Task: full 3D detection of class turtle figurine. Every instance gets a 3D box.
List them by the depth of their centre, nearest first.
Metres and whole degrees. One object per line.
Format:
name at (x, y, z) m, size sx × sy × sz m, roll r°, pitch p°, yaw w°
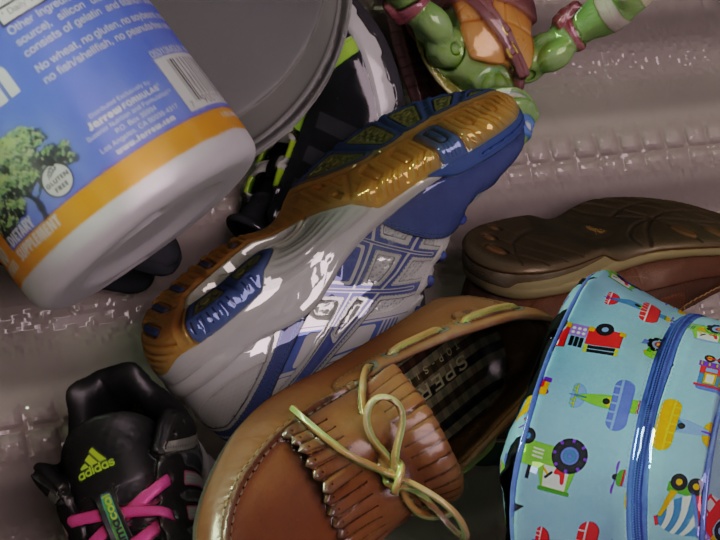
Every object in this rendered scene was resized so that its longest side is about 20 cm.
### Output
turtle figurine at (0.071, -0.168, 0.826) m, size 0.144 × 0.200 × 0.194 m, roll -13°, pitch 60°, yaw 3°

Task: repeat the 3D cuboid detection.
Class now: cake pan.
cake pan at (-0.101, -0.138, 0.770) m, size 0.200 × 0.037 × 0.201 m, roll 1°, pitch 81°, yaw -7°

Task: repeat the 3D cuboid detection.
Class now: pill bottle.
pill bottle at (-0.142, -0.093, 0.682) m, size 0.112 × 0.112 × 0.200 m, roll -36°, pitch 87°, yaw -28°

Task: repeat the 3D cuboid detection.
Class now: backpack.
backpack at (0.138, 0.103, 0.683) m, size 0.183 × 0.134 × 0.200 m, roll -58°, pitch 138°, yaw -43°

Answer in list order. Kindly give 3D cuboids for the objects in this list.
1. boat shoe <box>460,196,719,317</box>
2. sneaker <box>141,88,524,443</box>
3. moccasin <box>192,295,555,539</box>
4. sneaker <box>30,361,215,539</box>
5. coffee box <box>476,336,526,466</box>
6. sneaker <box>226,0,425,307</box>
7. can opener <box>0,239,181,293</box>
boat shoe at (0.130, 0.006, 0.889) m, size 0.200 × 0.072 × 0.068 m, roll -10°, pitch 118°, yaw -36°
sneaker at (0.000, 0.000, 0.760) m, size 0.200 × 0.075 × 0.088 m, roll -37°, pitch 113°, yaw -5°
moccasin at (0.012, 0.070, 0.668) m, size 0.201 × 0.078 × 0.074 m, roll -28°, pitch 102°, yaw -44°
sneaker at (-0.092, 0.104, 0.673) m, size 0.074 × 0.200 × 0.088 m, roll -23°, pitch 119°, yaw 4°
coffee box at (0.130, 0.068, 0.837) m, size 0.200 × 0.123 × 0.044 m, roll 7°, pitch 69°, yaw -27°
sneaker at (-0.024, -0.042, 0.808) m, size 0.083 × 0.072 × 0.200 m, roll -9°, pitch 84°, yaw -27°
can opener at (-0.171, -0.030, 0.735) m, size 0.200 × 0.063 × 0.079 m, roll 18°, pitch 72°, yaw -23°
